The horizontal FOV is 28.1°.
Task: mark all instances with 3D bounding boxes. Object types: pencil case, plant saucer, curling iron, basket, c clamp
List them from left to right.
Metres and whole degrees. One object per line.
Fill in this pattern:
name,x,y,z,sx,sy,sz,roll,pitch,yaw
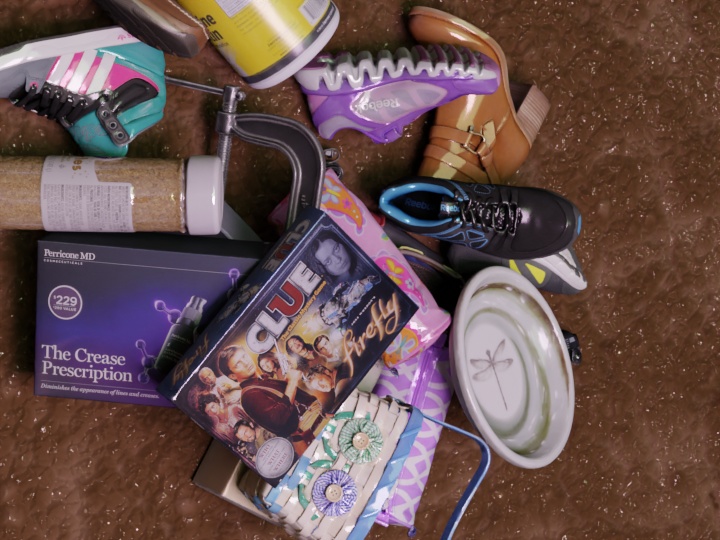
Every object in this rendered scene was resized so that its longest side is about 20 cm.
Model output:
c clamp,-0.110,-0.074,1.337,0.027,0.170,0.201,-25,121,-66
pencil case,0.000,0.000,1.372,0.087,0.087,0.200,-42,94,-21
basket,0.004,0.198,1.314,0.200,0.139,0.177,29,78,-19
curling iron,0.015,-0.058,1.449,0.200,0.026,0.050,38,80,-27
pencil case,0.040,0.159,1.445,0.084,0.086,0.201,15,82,5
plant saucer,0.138,0.098,1.414,0.200,0.050,0.201,24,57,-44

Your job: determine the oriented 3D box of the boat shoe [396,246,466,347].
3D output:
boat shoe,0.083,0.032,1.475,0.200,0.059,0.072,33,75,-28

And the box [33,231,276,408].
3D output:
box,-0.177,0.042,1.256,0.199,0.079,0.142,4,100,2

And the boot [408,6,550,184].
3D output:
boot,0.092,-0.158,1.469,0.200,0.077,0.156,40,78,-33

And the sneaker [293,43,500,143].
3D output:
sneaker,0.037,-0.169,1.400,0.199,0.081,0.089,-3,110,4

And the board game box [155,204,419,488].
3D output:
board game box,-0.058,0.065,1.212,0.200,0.035,0.135,-51,121,-9

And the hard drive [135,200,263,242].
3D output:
hard drive,-0.135,0.025,1.310,0.135,0.042,0.200,-39,99,10

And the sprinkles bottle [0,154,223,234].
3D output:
sprinkles bottle,-0.218,-0.065,1.233,0.199,0.068,0.069,0,94,-2

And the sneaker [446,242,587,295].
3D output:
sneaker,0.163,-0.015,1.520,0.200,0.085,0.075,27,35,-44

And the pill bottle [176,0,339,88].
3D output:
pill bottle,-0.118,-0.272,1.309,0.112,0.112,0.200,-49,114,-18

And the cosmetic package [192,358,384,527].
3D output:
cosmetic package,-0.066,0.141,1.392,0.105,0.071,0.201,31,78,-28

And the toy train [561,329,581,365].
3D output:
toy train,0.170,0.097,1.514,0.200,0.034,0.046,-16,99,-47

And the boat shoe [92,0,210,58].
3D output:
boat shoe,-0.207,-0.261,1.232,0.200,0.076,0.074,36,80,10

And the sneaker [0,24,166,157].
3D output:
sneaker,-0.255,-0.140,1.262,0.199,0.084,0.121,-16,92,-29

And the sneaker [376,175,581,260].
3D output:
sneaker,0.111,-0.050,1.389,0.199,0.082,0.074,6,92,14
